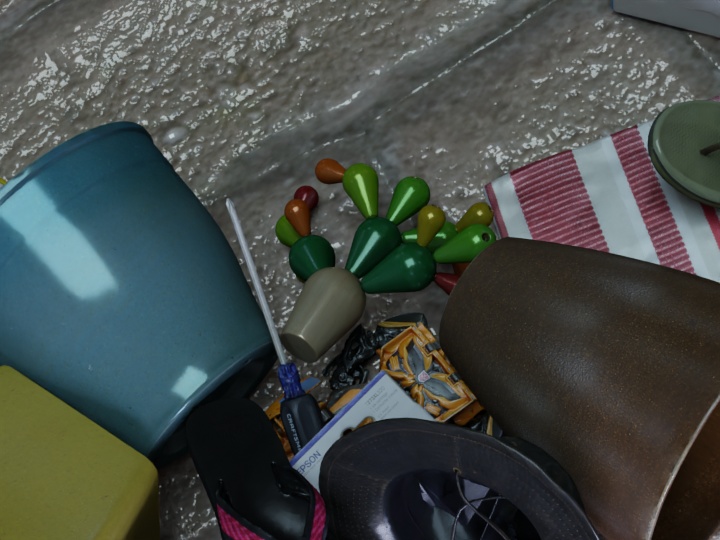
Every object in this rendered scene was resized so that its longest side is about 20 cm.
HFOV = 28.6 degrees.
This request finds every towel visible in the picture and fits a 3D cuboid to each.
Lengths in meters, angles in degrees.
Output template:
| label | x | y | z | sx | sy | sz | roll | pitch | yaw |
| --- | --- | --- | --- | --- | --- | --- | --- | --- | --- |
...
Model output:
| label | x | y | z | sx | sy | sz | roll | pitch | yaw |
| --- | --- | --- | --- | --- | --- | --- | --- | --- | --- |
| towel | 0.203 | -0.034 | 1.017 | 0.200 | 0.023 | 0.144 | -19 | 67 | 7 |

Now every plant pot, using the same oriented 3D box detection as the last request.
| label | x | y | z | sx | sy | sz | roll | pitch | yaw |
| --- | --- | --- | --- | --- | --- | --- | --- | --- | --- |
| plant pot | -0.237 | 0.186 | 0.923 | 0.200 | 0.200 | 0.176 | 30 | 54 | 16 |
| plant pot | -0.163 | 0.031 | 0.996 | 0.200 | 0.200 | 0.188 | -44 | 80 | -6 |
| plant pot | 0.155 | 0.065 | 0.911 | 0.200 | 0.187 | 0.187 | 31 | 79 | 30 |

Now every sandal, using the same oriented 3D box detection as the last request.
| label | x | y | z | sx | sy | sz | roll | pitch | yaw |
| --- | --- | --- | --- | --- | --- | --- | --- | --- | --- |
| sandal | -0.056 | 0.148 | 0.860 | 0.075 | 0.045 | 0.200 | -17 | 51 | -21 |
| sandal | 0.298 | -0.076 | 0.968 | 0.201 | 0.057 | 0.080 | 16 | 65 | 3 |

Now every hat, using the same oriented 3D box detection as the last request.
| label | x | y | z | sx | sy | sz | roll | pitch | yaw |
| --- | --- | --- | --- | --- | --- | --- | --- | --- | --- |
| hat | 0.075 | 0.146 | 0.859 | 0.200 | 0.201 | 0.081 | 22 | 43 | 21 |

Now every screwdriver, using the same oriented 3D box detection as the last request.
| label | x | y | z | sx | sy | sz | roll | pitch | yaw |
| --- | --- | --- | --- | --- | --- | --- | --- | --- | --- |
| screwdriver | -0.055 | 0.046 | 0.937 | 0.028 | 0.029 | 0.200 | -18 | 94 | -22 |

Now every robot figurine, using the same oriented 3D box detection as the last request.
| label | x | y | z | sx | sy | sz | roll | pitch | yaw |
| --- | --- | --- | --- | --- | --- | --- | --- | --- | --- |
| robot figurine | 0.004 | 0.118 | 0.983 | 0.200 | 0.058 | 0.145 | -40 | 68 | -4 |

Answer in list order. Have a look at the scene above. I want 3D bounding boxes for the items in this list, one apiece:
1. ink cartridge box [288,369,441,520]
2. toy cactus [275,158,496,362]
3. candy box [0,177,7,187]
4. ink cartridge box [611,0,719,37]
| label | x | y | z | sx | sy | sz | roll | pitch | yaw |
| --- | --- | --- | --- | --- | --- | --- | --- | --- | --- |
| ink cartridge box | 0.051 | 0.168 | 0.924 | 0.095 | 0.037 | 0.200 | -44 | 91 | -3 |
| toy cactus | 0.000 | 0.000 | 1.003 | 0.200 | 0.102 | 0.165 | 15 | 54 | 33 |
| candy box | -0.318 | 0.023 | 1.116 | 0.102 | 0.026 | 0.200 | 30 | 79 | 20 |
| ink cartridge box | 0.277 | -0.283 | 1.072 | 0.116 | 0.067 | 0.200 | 18 | 74 | 19 |
